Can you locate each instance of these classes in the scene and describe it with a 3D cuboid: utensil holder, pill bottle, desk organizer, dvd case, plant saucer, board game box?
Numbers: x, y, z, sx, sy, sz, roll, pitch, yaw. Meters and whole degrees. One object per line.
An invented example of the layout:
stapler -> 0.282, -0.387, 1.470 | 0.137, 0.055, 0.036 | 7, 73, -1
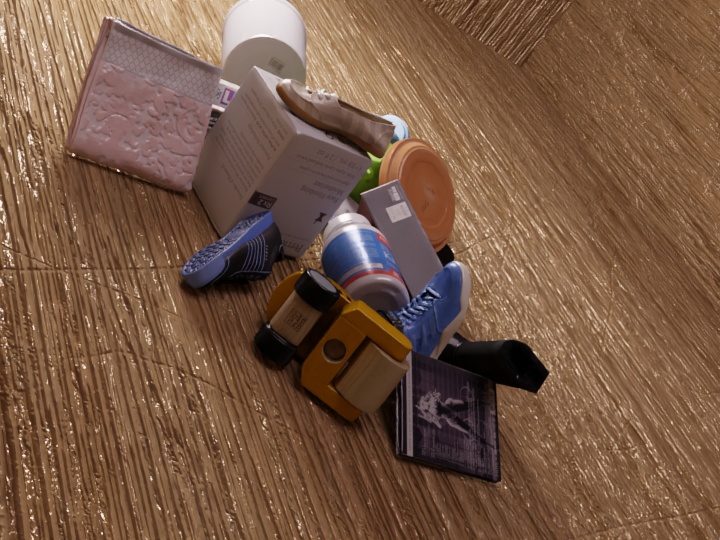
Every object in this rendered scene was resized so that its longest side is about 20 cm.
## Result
utensil holder -> -0.182, -0.402, 1.943 | 0.169, 0.170, 0.201 | 30, 28, -22
pill bottle -> 0.000, 0.000, 1.559 | 0.111, 0.113, 0.201 | 26, 26, -30
desk organizer -> 0.067, -0.033, 1.654 | 0.071, 0.077, 0.202 | -21, 74, -17
dvd case -> 0.122, 0.202, 1.427 | 0.198, 0.016, 0.151 | 23, 57, -38
plant saucer -> 0.105, -0.128, 1.770 | 0.199, 0.032, 0.204 | 12, 74, -48
board game box -> -0.208, -0.274, 1.611 | 0.198, 0.035, 0.134 | 16, 11, -39

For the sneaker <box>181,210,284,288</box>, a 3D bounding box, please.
sneaker -> -0.162, -0.011, 1.387 | 0.200, 0.069, 0.079 | -43, 116, -52

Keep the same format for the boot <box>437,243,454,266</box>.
boot -> 0.103, -0.093, 1.948 | 0.199, 0.070, 0.174 | 37, 23, -3

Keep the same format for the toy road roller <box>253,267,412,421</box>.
toy road roller -> -0.032, 0.084, 1.356 | 0.199, 0.123, 0.146 | 39, 11, -2

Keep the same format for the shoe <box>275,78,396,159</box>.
shoe -> -0.033, -0.228, 1.477 | 0.198, 0.054, 0.070 | 26, 25, -31

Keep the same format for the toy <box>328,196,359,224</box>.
toy -> -0.019, -0.070, 1.724 | 0.200, 0.047, 0.116 | 43, 28, -45

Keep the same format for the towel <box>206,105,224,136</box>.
towel -> -0.264, -0.255, 1.636 | 0.190, 0.033, 0.199 | 33, 14, 32

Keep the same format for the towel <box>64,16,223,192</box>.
towel -> -0.296, -0.227, 1.441 | 0.198, 0.194, 0.032 | 19, -3, -40

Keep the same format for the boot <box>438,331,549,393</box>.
boot -> 0.164, 0.118, 1.533 | 0.164, 0.066, 0.199 | 31, -10, -22

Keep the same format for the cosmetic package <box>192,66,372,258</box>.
cosmetic package -> -0.124, -0.156, 1.536 | 0.163, 0.201, 0.166 | 14, 32, -45

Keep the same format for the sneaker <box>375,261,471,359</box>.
sneaker -> 0.071, 0.067, 1.449 | 0.110, 0.202, 0.077 | 24, 7, -31

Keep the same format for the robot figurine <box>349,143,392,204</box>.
robot figurine -> -0.014, -0.175, 1.789 | 0.196, 0.118, 0.175 | 8, -13, -12

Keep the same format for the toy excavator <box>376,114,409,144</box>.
toy excavator -> 0.000, -0.249, 2.008 | 0.100, 0.193, 0.200 | 52, -2, 28
